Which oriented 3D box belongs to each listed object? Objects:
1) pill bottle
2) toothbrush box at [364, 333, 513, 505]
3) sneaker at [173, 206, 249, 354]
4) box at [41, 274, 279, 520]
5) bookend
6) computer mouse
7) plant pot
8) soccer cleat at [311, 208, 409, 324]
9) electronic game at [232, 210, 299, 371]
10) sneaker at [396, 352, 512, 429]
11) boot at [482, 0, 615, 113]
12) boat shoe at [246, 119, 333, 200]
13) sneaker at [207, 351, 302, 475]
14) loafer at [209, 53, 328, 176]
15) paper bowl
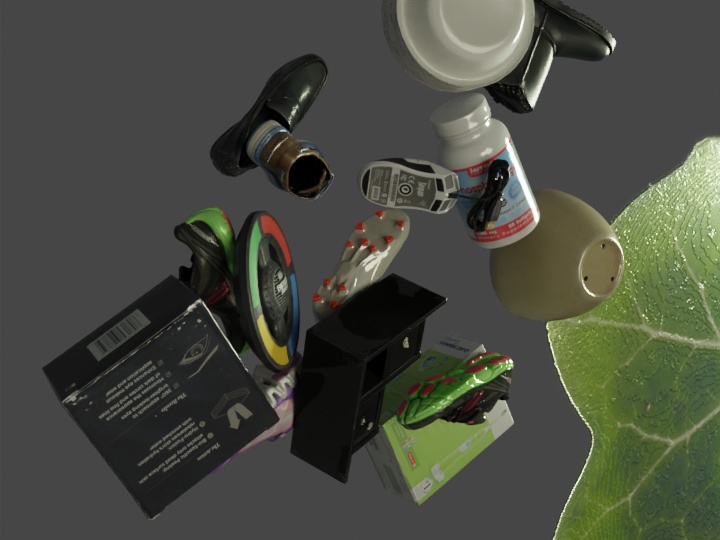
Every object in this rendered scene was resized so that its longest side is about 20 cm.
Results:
[{"bbox_3d":[0.169,-0.140,1.789,0.109,0.109,0.201,-38,118,-23],"label":"pill bottle"},{"bbox_3d":[0.104,0.209,1.827,0.200,0.086,0.146,-36,117,-24],"label":"toothbrush box"},{"bbox_3d":[-0.182,0.015,1.605,0.083,0.077,0.201,-16,114,-2],"label":"sneaker"},{"bbox_3d":[-0.238,0.149,1.536,0.196,0.117,0.200,-36,118,-12],"label":"box"},{"bbox_3d":[0.010,0.139,1.693,0.199,0.092,0.201,-32,140,-49],"label":"bookend"},{"bbox_3d":[0.096,-0.116,1.733,0.199,0.044,0.110,12,127,2],"label":"computer mouse"},{"bbox_3d":[0.309,-0.013,1.899,0.200,0.134,0.201,-8,105,-34],"label":"plant pot"},{"bbox_3d":[0.000,0.000,1.731,0.200,0.069,0.078,-53,153,-23],"label":"soccer cleat"},{"bbox_3d":[-0.112,0.025,1.598,0.200,0.041,0.201,-8,90,-76],"label":"electronic game"},{"bbox_3d":[0.136,0.177,1.733,0.199,0.077,0.084,-20,108,-34],"label":"sneaker"},{"bbox_3d":[0.261,-0.297,1.840,0.200,0.076,0.169,26,80,-29],"label":"boot"},{"bbox_3d":[-0.076,-0.121,1.593,0.072,0.072,0.200,-51,159,6],"label":"boat shoe"},{"bbox_3d":[-0.134,0.197,1.665,0.200,0.080,0.089,-46,129,-21],"label":"sneaker"},{"bbox_3d":[-0.104,-0.193,1.607,0.201,0.070,0.068,-49,123,-17],"label":"loafer"},{"bbox_3d":[0.136,-0.340,1.696,0.200,0.104,0.202,-1,92,-19],"label":"paper bowl"}]
